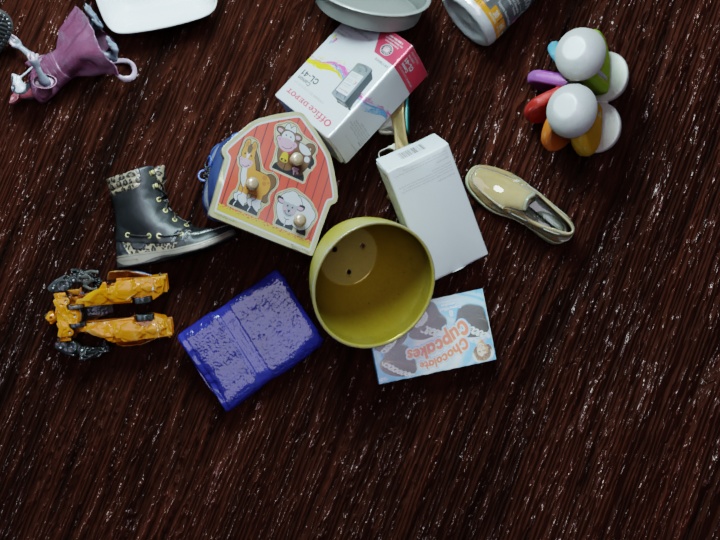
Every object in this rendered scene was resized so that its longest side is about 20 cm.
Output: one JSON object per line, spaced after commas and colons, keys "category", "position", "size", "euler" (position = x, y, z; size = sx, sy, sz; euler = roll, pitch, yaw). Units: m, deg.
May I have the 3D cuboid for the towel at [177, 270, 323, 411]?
{"category": "towel", "position": [-0.176, 0.111, 1.667], "size": [0.198, 0.050, 0.149], "euler": [-34, 95, -4]}

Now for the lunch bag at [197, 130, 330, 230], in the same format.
{"category": "lunch bag", "position": [-0.158, -0.131, 1.626], "size": [0.197, 0.132, 0.139], "euler": [14, 80, -21]}

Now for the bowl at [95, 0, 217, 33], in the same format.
{"category": "bowl", "position": [-0.336, -0.494, 1.657], "size": [0.196, 0.075, 0.204], "euler": [-12, 110, -3]}

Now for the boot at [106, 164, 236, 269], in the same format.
{"category": "boot", "position": [-0.308, -0.093, 1.660], "size": [0.196, 0.073, 0.154], "euler": [-14, 87, 3]}

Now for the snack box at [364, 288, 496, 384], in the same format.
{"category": "snack box", "position": [0.113, 0.107, 1.680], "size": [0.196, 0.037, 0.119], "euler": [-12, 88, -3]}

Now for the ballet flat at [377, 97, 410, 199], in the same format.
{"category": "ballet flat", "position": [0.057, -0.212, 1.682], "size": [0.062, 0.069, 0.204], "euler": [-7, 87, 2]}

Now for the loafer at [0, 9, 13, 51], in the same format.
{"category": "loafer", "position": [-0.635, -0.341, 1.670], "size": [0.201, 0.073, 0.071], "euler": [-49, 45, 2]}

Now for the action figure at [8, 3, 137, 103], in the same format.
{"category": "action figure", "position": [-0.484, -0.328, 1.669], "size": [0.199, 0.135, 0.149], "euler": [-38, 131, 8]}

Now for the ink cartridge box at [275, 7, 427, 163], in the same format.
{"category": "ink cartridge box", "position": [-0.015, -0.296, 1.647], "size": [0.200, 0.086, 0.147], "euler": [-47, 58, -5]}

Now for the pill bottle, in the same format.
{"category": "pill bottle", "position": [0.237, -0.473, 1.679], "size": [0.116, 0.116, 0.200], "euler": [45, 87, 1]}

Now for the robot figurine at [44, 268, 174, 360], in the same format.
{"category": "robot figurine", "position": [-0.400, 0.065, 1.646], "size": [0.196, 0.058, 0.148], "euler": [-5, 97, -3]}

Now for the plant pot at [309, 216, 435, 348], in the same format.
{"category": "plant pot", "position": [0.000, 0.000, 1.615], "size": [0.196, 0.142, 0.204], "euler": [-7, 112, -17]}

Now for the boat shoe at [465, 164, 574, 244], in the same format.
{"category": "boat shoe", "position": [0.263, -0.114, 1.678], "size": [0.197, 0.076, 0.073], "euler": [28, 86, 0]}

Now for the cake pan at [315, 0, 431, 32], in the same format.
{"category": "cake pan", "position": [0.014, -0.435, 1.647], "size": [0.196, 0.202, 0.037], "euler": [12, 127, -2]}

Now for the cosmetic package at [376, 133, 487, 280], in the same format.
{"category": "cosmetic package", "position": [0.114, -0.098, 1.636], "size": [0.111, 0.081, 0.203], "euler": [-23, 113, -5]}

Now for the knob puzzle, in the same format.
{"category": "knob puzzle", "position": [-0.118, -0.146, 1.556], "size": [0.216, 0.030, 0.225], "euler": [2, 85, -23]}

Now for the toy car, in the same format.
{"category": "toy car", "position": [0.337, -0.287, 1.667], "size": [0.148, 0.174, 0.204], "euler": [7, 86, 35]}
